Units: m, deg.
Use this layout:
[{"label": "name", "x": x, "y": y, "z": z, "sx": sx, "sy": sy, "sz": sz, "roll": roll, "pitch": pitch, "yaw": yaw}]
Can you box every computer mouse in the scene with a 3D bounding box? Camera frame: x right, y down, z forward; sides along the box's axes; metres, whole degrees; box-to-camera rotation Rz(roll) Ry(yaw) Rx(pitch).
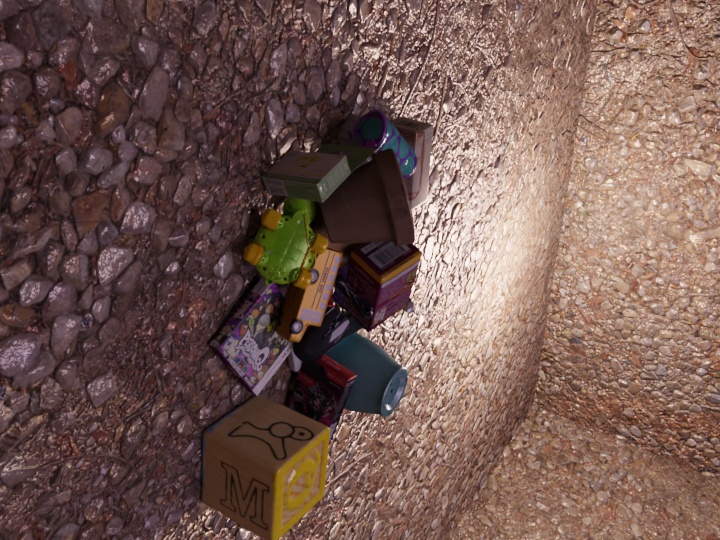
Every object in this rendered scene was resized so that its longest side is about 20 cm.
[{"label": "computer mouse", "x": -0.083, "y": 0.102, "z": 1.589, "sx": 0.200, "sy": 0.141, "sz": 0.046, "roll": -38, "pitch": -171, "yaw": 6}]

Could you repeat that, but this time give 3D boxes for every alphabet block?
[{"label": "alphabet block", "x": -0.202, "y": 0.415, "z": 1.582, "sx": 0.195, "sy": 0.199, "sz": 0.198, "roll": -30, "pitch": 133, "yaw": -51}]

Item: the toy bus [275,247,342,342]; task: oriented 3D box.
[{"label": "toy bus", "x": -0.107, "y": 0.047, "z": 1.533, "sx": 0.078, "sy": 0.065, "sz": 0.202, "roll": 15, "pitch": 94, "yaw": -39}]

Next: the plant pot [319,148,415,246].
[{"label": "plant pot", "x": 0.007, "y": -0.131, "z": 1.515, "sx": 0.200, "sy": 0.173, "sz": 0.202, "roll": 164, "pitch": -90, "yaw": -88}]

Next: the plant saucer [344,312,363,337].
[{"label": "plant saucer", "x": -0.004, "y": 0.110, "z": 1.820, "sx": 0.200, "sy": 0.199, "sz": 0.036, "roll": -37, "pitch": 97, "yaw": -47}]

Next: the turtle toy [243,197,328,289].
[{"label": "turtle toy", "x": -0.145, "y": -0.062, "z": 1.476, "sx": 0.145, "sy": 0.101, "sz": 0.201, "roll": 28, "pitch": 80, "yaw": -17}]

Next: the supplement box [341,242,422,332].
[{"label": "supplement box", "x": 0.045, "y": 0.021, "z": 1.667, "sx": 0.131, "sy": 0.103, "sz": 0.201, "roll": -32, "pitch": 152, "yaw": -32}]

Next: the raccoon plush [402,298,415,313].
[{"label": "raccoon plush", "x": 0.110, "y": 0.008, "z": 1.920, "sx": 0.096, "sy": 0.200, "sz": 0.135, "roll": 13, "pitch": 110, "yaw": -52}]

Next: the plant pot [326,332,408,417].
[{"label": "plant pot", "x": 0.013, "y": 0.273, "z": 1.893, "sx": 0.200, "sy": 0.187, "sz": 0.201, "roll": -43, "pitch": 144, "yaw": -43}]

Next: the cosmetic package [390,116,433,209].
[{"label": "cosmetic package", "x": 0.112, "y": -0.265, "z": 1.836, "sx": 0.087, "sy": 0.103, "sz": 0.202, "roll": -34, "pitch": 134, "yaw": -47}]

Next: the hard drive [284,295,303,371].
[{"label": "hard drive", "x": -0.130, "y": 0.119, "z": 1.715, "sx": 0.132, "sy": 0.026, "sz": 0.201, "roll": -45, "pitch": 143, "yaw": -40}]

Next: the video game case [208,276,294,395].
[{"label": "video game case", "x": -0.210, "y": 0.139, "z": 1.546, "sx": 0.182, "sy": 0.036, "sz": 0.201, "roll": -53, "pitch": 145, "yaw": -22}]

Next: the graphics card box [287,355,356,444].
[{"label": "graphics card box", "x": -0.099, "y": 0.305, "z": 1.751, "sx": 0.051, "sy": 0.125, "sz": 0.201, "roll": -18, "pitch": 133, "yaw": -60}]

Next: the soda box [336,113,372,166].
[{"label": "soda box", "x": 0.015, "y": -0.263, "z": 1.699, "sx": 0.068, "sy": 0.063, "sz": 0.200, "roll": -60, "pitch": 150, "yaw": -19}]

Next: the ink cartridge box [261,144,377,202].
[{"label": "ink cartridge box", "x": -0.079, "y": -0.213, "z": 1.466, "sx": 0.200, "sy": 0.145, "sz": 0.048, "roll": -50, "pitch": 137, "yaw": -35}]

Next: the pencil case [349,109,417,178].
[{"label": "pencil case", "x": 0.055, "y": -0.266, "z": 1.611, "sx": 0.200, "sy": 0.084, "sz": 0.093, "roll": 32, "pitch": 63, "yaw": -61}]

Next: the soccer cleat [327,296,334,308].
[{"label": "soccer cleat", "x": -0.087, "y": -0.012, "z": 1.628, "sx": 0.067, "sy": 0.076, "sz": 0.202, "roll": -9, "pitch": 103, "yaw": -55}]

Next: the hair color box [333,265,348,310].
[{"label": "hair color box", "x": 0.000, "y": 0.000, "z": 1.765, "sx": 0.109, "sy": 0.065, "sz": 0.201, "roll": -34, "pitch": 155, "yaw": -30}]

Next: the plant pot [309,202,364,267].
[{"label": "plant pot", "x": -0.051, "y": -0.107, "z": 1.603, "sx": 0.199, "sy": 0.027, "sz": 0.202, "roll": 1, "pitch": 89, "yaw": -34}]
